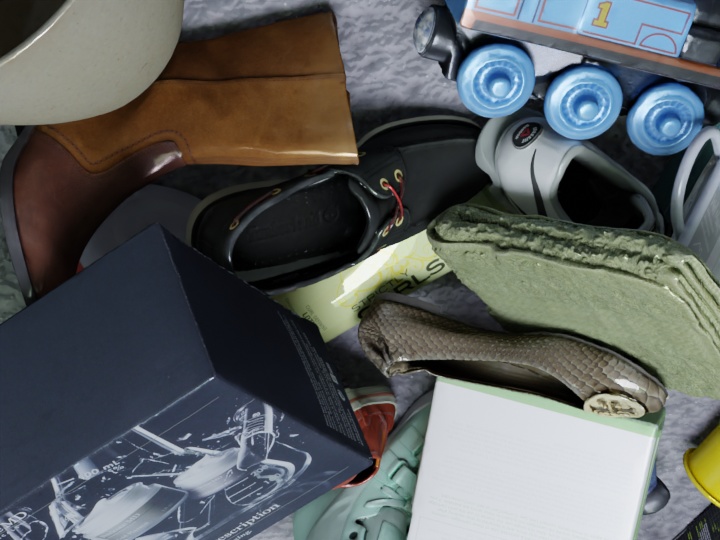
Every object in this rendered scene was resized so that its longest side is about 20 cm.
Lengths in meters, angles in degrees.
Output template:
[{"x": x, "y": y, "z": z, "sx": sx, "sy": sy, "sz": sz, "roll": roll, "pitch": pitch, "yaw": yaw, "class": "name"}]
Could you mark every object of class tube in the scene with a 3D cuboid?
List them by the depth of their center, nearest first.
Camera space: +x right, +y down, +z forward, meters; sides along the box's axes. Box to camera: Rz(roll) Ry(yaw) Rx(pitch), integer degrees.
[{"x": 0.000, "y": 0.000, "z": 1.259, "sx": 0.199, "sy": 0.052, "sz": 0.058, "roll": -32, "pitch": 157, "yaw": 11, "class": "tube"}]

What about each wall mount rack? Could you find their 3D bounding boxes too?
[{"x": 0.250, "y": -0.032, "z": 1.197, "sx": 0.074, "sy": 0.174, "sz": 0.200, "roll": 22, "pitch": 160, "yaw": 26, "class": "wall mount rack"}]

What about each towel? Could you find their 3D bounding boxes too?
[{"x": 0.144, "y": 0.018, "z": 1.159, "sx": 0.199, "sy": 0.037, "sz": 0.148, "roll": 9, "pitch": 151, "yaw": 44, "class": "towel"}]

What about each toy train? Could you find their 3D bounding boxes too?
[{"x": 0.132, "y": -0.139, "z": 1.135, "sx": 0.199, "sy": 0.087, "sz": 0.115, "roll": 11, "pitch": 118, "yaw": -15, "class": "toy train"}]

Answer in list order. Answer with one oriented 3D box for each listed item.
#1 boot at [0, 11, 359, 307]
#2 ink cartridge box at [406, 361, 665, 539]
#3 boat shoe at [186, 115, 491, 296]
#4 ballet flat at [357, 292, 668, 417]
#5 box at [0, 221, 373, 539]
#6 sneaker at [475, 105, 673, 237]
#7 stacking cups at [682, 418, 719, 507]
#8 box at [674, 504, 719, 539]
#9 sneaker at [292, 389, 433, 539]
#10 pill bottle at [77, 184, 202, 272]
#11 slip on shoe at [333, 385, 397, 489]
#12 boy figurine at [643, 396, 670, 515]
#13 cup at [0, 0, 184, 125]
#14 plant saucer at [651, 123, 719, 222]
[{"x": -0.100, "y": -0.057, "z": 1.128, "sx": 0.199, "sy": 0.189, "sz": 0.069, "roll": -3, "pitch": 145, "yaw": 0, "class": "boot"}, {"x": 0.103, "y": 0.168, "z": 1.271, "sx": 0.145, "sy": 0.048, "sz": 0.201, "roll": 14, "pitch": 106, "yaw": 12, "class": "ink cartridge box"}, {"x": -0.001, "y": -0.036, "z": 1.176, "sx": 0.201, "sy": 0.063, "sz": 0.074, "roll": -20, "pitch": 116, "yaw": -21, "class": "boat shoe"}, {"x": 0.087, "y": 0.060, "z": 1.202, "sx": 0.199, "sy": 0.047, "sz": 0.067, "roll": 15, "pitch": 154, "yaw": 22, "class": "ballet flat"}, {"x": -0.129, "y": 0.093, "z": 1.109, "sx": 0.200, "sy": 0.104, "sz": 0.182, "roll": -33, "pitch": 148, "yaw": 15, "class": "box"}, {"x": 0.155, "y": -0.016, "z": 1.198, "sx": 0.200, "sy": 0.088, "sz": 0.074, "roll": 40, "pitch": 83, "yaw": -32, "class": "sneaker"}, {"x": 0.301, "y": 0.076, "z": 1.339, "sx": 0.060, "sy": 0.061, "sz": 0.200, "roll": 26, "pitch": 117, "yaw": -22, "class": "stacking cups"}, {"x": 0.269, "y": 0.248, "z": 1.373, "sx": 0.044, "sy": 0.200, "sz": 0.160, "roll": 28, "pitch": 121, "yaw": -24, "class": "box"}, {"x": 0.039, "y": 0.161, "z": 1.342, "sx": 0.200, "sy": 0.118, "sz": 0.074, "roll": -37, "pitch": 120, "yaw": 21, "class": "sneaker"}, {"x": -0.149, "y": 0.055, "z": 1.250, "sx": 0.111, "sy": 0.112, "sz": 0.201, "roll": 14, "pitch": 126, "yaw": -14, "class": "pill bottle"}, {"x": -0.014, "y": 0.109, "z": 1.269, "sx": 0.074, "sy": 0.200, "sz": 0.062, "roll": -15, "pitch": 86, "yaw": 7, "class": "slip on shoe"}, {"x": 0.146, "y": 0.092, "z": 1.323, "sx": 0.124, "sy": 0.064, "sz": 0.201, "roll": -30, "pitch": 125, "yaw": -9, "class": "boy figurine"}, {"x": -0.172, "y": -0.157, "z": 1.053, "sx": 0.200, "sy": 0.201, "sz": 0.143, "roll": -26, "pitch": 151, "yaw": 16, "class": "cup"}, {"x": 0.225, "y": -0.055, "z": 1.249, "sx": 0.070, "sy": 0.019, "sz": 0.200, "roll": 16, "pitch": 126, "yaw": -15, "class": "plant saucer"}]
